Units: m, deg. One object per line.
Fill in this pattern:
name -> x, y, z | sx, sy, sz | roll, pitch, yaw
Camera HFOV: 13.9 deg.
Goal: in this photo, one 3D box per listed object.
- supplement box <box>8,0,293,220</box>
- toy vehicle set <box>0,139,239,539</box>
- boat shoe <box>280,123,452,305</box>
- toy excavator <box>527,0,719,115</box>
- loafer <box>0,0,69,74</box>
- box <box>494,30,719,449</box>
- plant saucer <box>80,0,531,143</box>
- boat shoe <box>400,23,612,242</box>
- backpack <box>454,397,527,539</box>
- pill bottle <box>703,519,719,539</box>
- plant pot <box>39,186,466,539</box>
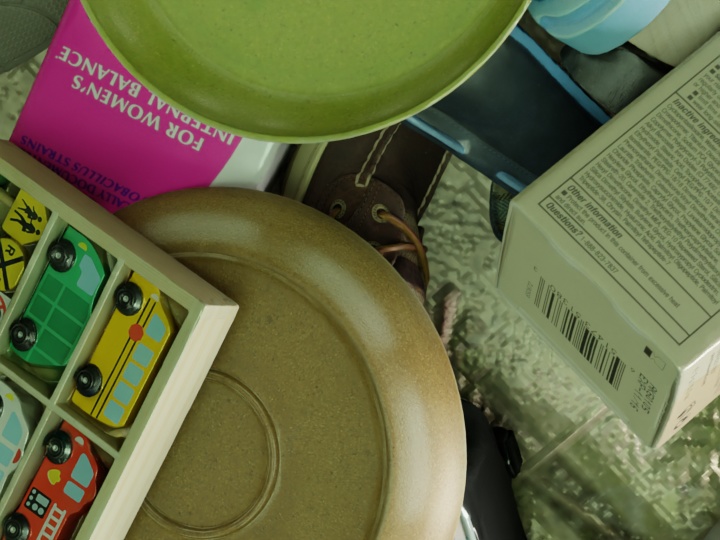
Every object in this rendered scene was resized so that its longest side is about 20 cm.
supplement box -> -0.090, -0.037, 1.198 | 0.101, 0.103, 0.201 | 26, 112, 0
toy vehicle set -> -0.140, 0.067, 1.128 | 0.124, 0.026, 0.201 | 33, 105, 24
boat shoe -> 0.000, 0.000, 1.181 | 0.072, 0.072, 0.201 | 26, 80, 35
toy excavator -> 0.051, -0.173, 1.125 | 0.199, 0.195, 0.100 | 28, 113, -33
loafer -> -0.212, -0.104, 1.210 | 0.199, 0.063, 0.072 | -20, 134, -1
box -> 0.154, -0.038, 1.100 | 0.200, 0.078, 0.095 | -37, 72, -18
plant saucer -> -0.016, -0.146, 1.083 | 0.199, 0.031, 0.202 | -1, 87, 18
boat shoe -> 0.075, -0.038, 1.174 | 0.069, 0.084, 0.200 | -45, 117, 5
backpack -> -0.029, 0.156, 1.235 | 0.199, 0.151, 0.178 | -8, 122, 19
pill bottle -> 0.154, 0.214, 1.248 | 0.113, 0.113, 0.201 | 25, 111, -2
plant pot -> -0.058, 0.069, 1.129 | 0.199, 0.027, 0.202 | 1, 94, 20
